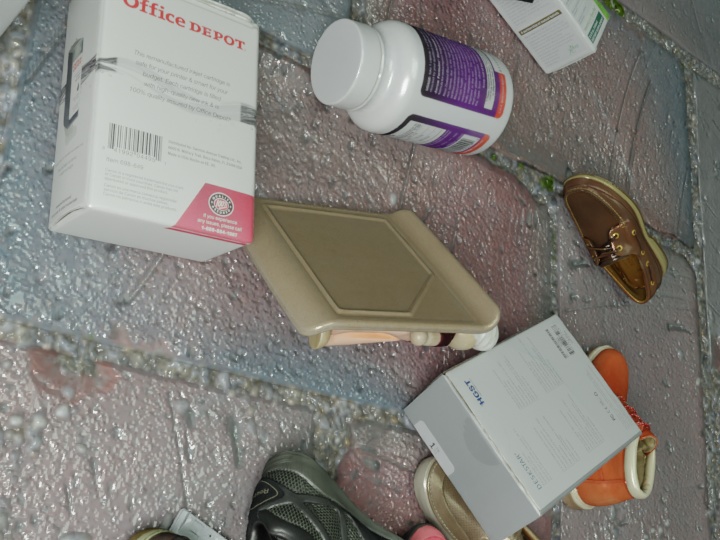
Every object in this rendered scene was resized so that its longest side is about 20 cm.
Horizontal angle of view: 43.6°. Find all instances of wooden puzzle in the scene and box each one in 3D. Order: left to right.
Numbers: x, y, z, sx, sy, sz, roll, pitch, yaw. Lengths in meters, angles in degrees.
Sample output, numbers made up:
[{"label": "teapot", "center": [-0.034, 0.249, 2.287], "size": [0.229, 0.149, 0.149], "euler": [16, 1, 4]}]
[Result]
[{"label": "wooden puzzle", "center": [0.000, 0.000, 0.796], "size": [0.198, 0.037, 0.185], "euler": [0, 35, -33]}]

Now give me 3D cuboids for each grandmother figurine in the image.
[{"label": "grandmother figurine", "center": [0.040, 0.048, 0.842], "size": [0.198, 0.121, 0.061], "euler": [7, 116, -25]}]

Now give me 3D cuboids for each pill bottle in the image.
[{"label": "pill bottle", "center": [0.052, -0.188, 0.915], "size": [0.199, 0.111, 0.113], "euler": [7, 73, -40]}]

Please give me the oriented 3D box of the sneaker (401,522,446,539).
[{"label": "sneaker", "center": [0.072, 0.329, 0.800], "size": [0.073, 0.086, 0.202], "euler": [18, 66, -37]}]

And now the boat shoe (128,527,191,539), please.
[{"label": "boat shoe", "center": [-0.142, 0.289, 0.638], "size": [0.073, 0.065, 0.202], "euler": [4, 79, -41]}]

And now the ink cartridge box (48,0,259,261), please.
[{"label": "ink cartridge box", "center": [-0.163, -0.122, 0.729], "size": [0.145, 0.084, 0.202], "euler": [13, 71, -38]}]

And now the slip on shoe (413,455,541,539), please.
[{"label": "slip on shoe", "center": [0.132, 0.257, 0.889], "size": [0.201, 0.060, 0.076], "euler": [53, 50, -14]}]

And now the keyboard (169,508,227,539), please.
[{"label": "keyboard", "center": [-0.085, 0.272, 0.735], "size": [0.200, 0.011, 0.057], "euler": [44, 59, -22]}]

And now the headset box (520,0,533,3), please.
[{"label": "headset box", "center": [0.114, -0.408, 0.993], "size": [0.198, 0.093, 0.176], "euler": [12, 65, 2]}]

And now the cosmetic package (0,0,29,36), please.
[{"label": "cosmetic package", "center": [-0.304, -0.247, 0.565], "size": [0.166, 0.199, 0.168], "euler": [-8, 83, -42]}]

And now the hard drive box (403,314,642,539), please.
[{"label": "hard drive box", "center": [0.167, 0.151, 0.905], "size": [0.199, 0.077, 0.156], "euler": [-19, 68, -44]}]

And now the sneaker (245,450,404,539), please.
[{"label": "sneaker", "center": [-0.016, 0.249, 0.729], "size": [0.199, 0.076, 0.114], "euler": [45, 33, -12]}]

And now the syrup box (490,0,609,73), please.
[{"label": "syrup box", "center": [0.218, -0.356, 1.128], "size": [0.200, 0.081, 0.079], "euler": [46, 52, -23]}]

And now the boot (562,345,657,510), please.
[{"label": "boot", "center": [0.296, 0.173, 1.028], "size": [0.075, 0.107, 0.201], "euler": [32, 57, -28]}]

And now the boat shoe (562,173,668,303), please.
[{"label": "boat shoe", "center": [0.319, -0.038, 1.130], "size": [0.200, 0.072, 0.068], "euler": [46, 51, -25]}]
